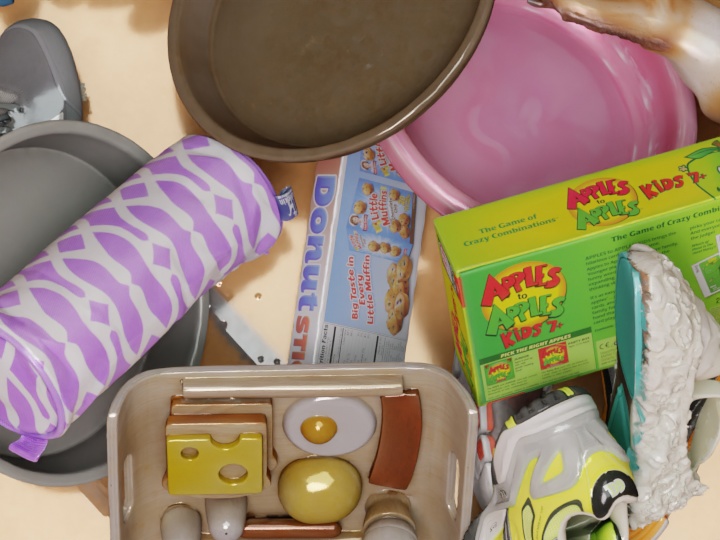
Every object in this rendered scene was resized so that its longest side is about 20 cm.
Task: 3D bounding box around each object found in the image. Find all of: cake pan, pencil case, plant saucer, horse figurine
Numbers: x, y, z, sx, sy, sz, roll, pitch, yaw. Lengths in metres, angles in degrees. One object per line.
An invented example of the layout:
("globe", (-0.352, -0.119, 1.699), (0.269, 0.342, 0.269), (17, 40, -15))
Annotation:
("cake pan", (-0.171, 0.018, 1.608), (0.200, 0.037, 0.201), (-2, 92, -41))
("pencil case", (-0.128, 0.008, 1.572), (0.084, 0.086, 0.200), (24, 50, 35))
("plant saucer", (0.090, -0.093, 1.642), (0.200, 0.051, 0.201), (9, 60, -16))
("plant saucer", (-0.013, -0.145, 1.600), (0.199, 0.029, 0.201), (-12, 60, 21))
("horse figurine", (0.200, -0.129, 1.649), (0.200, 0.133, 0.050), (42, 129, -3))

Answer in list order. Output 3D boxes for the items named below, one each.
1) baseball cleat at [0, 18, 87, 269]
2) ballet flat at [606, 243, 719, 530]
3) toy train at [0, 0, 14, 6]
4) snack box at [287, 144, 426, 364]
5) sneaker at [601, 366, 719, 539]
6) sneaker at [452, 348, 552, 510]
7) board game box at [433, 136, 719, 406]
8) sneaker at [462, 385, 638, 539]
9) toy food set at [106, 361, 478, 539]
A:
("baseball cleat", (-0.210, -0.049, 1.629), (0.069, 0.106, 0.201), (2, 83, 32))
("ballet flat", (0.164, 0.057, 1.548), (0.071, 0.200, 0.072), (0, 47, 0))
("toy train", (-0.168, -0.196, 1.601), (0.115, 0.200, 0.085), (-17, 85, 1))
("snack box", (0.000, 0.000, 1.654), (0.072, 0.024, 0.201), (13, 82, -42))
("sneaker", (0.176, 0.054, 1.651), (0.077, 0.078, 0.201), (27, 85, 5))
("sneaker", (0.097, 0.042, 1.650), (0.081, 0.077, 0.201), (0, 85, -9))
("board game box", (0.146, -0.004, 1.568), (0.199, 0.102, 0.048), (-16, 42, -5))
("sneaker", (0.104, 0.151, 1.581), (0.075, 0.200, 0.077), (-23, 55, -19))
("toy food set", (-0.039, 0.123, 1.599), (0.199, 0.144, 0.061), (-1, 43, -3))
